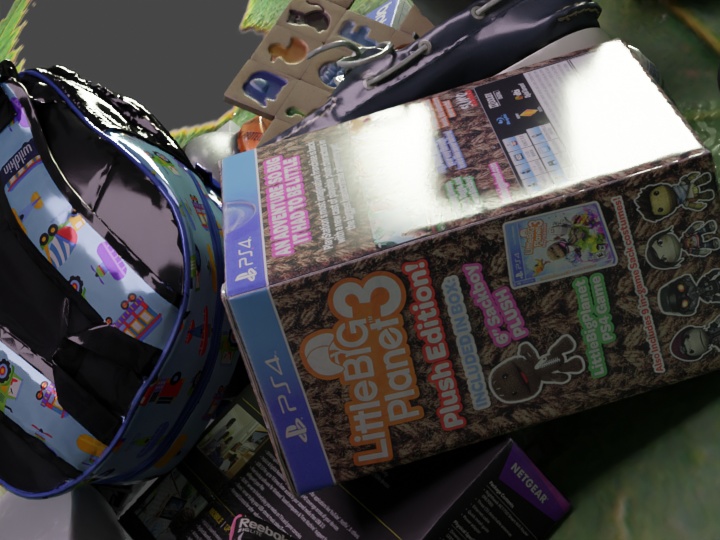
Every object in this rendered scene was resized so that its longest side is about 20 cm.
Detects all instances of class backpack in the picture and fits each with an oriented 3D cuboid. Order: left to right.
[{"bbox_3d":[-0.129,0.018,0.855,0.200,0.134,0.183,38,100,42],"label":"backpack"}]

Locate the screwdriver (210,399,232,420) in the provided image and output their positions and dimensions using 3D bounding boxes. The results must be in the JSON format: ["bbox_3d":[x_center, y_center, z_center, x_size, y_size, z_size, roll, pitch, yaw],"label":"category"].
[{"bbox_3d":[-0.098,0.071,0.956,0.199,0.028,0.029,12,32,33],"label":"screwdriver"}]

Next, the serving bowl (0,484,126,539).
[{"bbox_3d":[-0.171,0.200,0.876,0.200,0.066,0.201,-46,26,30],"label":"serving bowl"}]

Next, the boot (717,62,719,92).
[{"bbox_3d":[0.259,-0.124,0.739,0.188,0.068,0.200,-45,23,-4],"label":"boot"}]

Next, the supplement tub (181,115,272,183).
[{"bbox_3d":[-0.104,0.000,1.059,0.200,0.123,0.123,-37,24,17],"label":"supplement tub"}]

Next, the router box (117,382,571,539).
[{"bbox_3d":[-0.016,0.111,0.792,0.149,0.051,0.200,-46,29,-7],"label":"router box"}]

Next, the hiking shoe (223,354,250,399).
[{"bbox_3d":[0.000,0.000,0.940,0.199,0.076,0.101,-22,5,10],"label":"hiking shoe"}]

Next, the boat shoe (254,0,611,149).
[{"bbox_3d":[0.024,-0.090,0.857,0.199,0.062,0.075,-26,-13,19],"label":"boat shoe"}]

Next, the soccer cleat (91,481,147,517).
[{"bbox_3d":[-0.164,0.143,1.002,0.200,0.067,0.081,-50,34,0],"label":"soccer cleat"}]

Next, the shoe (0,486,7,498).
[{"bbox_3d":[-0.247,0.181,1.077,0.070,0.053,0.200,-38,23,40],"label":"shoe"}]

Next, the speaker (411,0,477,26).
[{"bbox_3d":[0.059,-0.164,0.914,0.081,0.081,0.200,-41,-20,7],"label":"speaker"}]

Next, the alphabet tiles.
[{"bbox_3d":[0.023,-0.114,1.030,0.008,0.167,0.200,100,-163,-54],"label":"alphabet tiles"}]

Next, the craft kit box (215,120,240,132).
[{"bbox_3d":[-0.152,0.003,1.241,0.200,0.049,0.198,-38,21,13],"label":"craft kit box"}]

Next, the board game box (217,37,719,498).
[{"bbox_3d":[0.046,-0.008,0.757,0.199,0.097,0.160,-17,24,3],"label":"board game box"}]

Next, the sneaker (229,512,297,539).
[{"bbox_3d":[-0.015,0.133,0.645,0.199,0.096,0.079,-13,6,-4],"label":"sneaker"}]

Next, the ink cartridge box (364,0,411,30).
[{"bbox_3d":[-0.010,-0.102,1.179,0.094,0.044,0.200,-29,27,29],"label":"ink cartridge box"}]

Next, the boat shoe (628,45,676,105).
[{"bbox_3d":[0.086,-0.069,0.927,0.200,0.072,0.070,0,47,49],"label":"boat shoe"}]
